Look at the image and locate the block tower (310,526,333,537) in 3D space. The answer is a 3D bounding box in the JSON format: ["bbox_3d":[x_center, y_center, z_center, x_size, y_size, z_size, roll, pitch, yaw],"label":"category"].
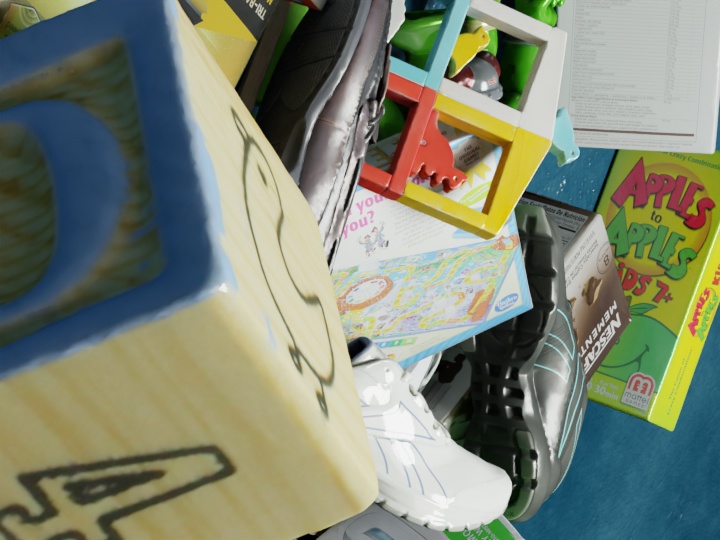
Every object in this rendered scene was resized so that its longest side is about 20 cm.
[{"bbox_3d":[-0.019,0.139,1.533,0.200,0.058,0.054,22,87,-60],"label":"block tower"}]

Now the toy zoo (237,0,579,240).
[{"bbox_3d":[0.036,-0.104,1.393,0.020,0.199,0.132,150,-38,-73],"label":"toy zoo"}]

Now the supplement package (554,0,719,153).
[{"bbox_3d":[0.186,-0.192,1.594,0.110,0.113,0.201,-75,168,-63],"label":"supplement package"}]

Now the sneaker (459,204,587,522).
[{"bbox_3d":[0.105,0.057,1.549,0.079,0.075,0.202,-9,105,-55],"label":"sneaker"}]

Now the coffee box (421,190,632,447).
[{"bbox_3d":[0.093,0.056,1.644,0.200,0.079,0.113,-51,140,-28],"label":"coffee box"}]

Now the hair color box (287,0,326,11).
[{"bbox_3d":[-0.061,-0.237,1.283,0.111,0.064,0.200,-63,145,-12],"label":"hair color box"}]

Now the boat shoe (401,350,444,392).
[{"bbox_3d":[0.023,0.054,1.528,0.200,0.072,0.071,-55,148,-42],"label":"boat shoe"}]

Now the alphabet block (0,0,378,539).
[{"bbox_3d":[-0.126,0.021,1.138,0.200,0.195,0.196,57,17,-52],"label":"alphabet block"}]

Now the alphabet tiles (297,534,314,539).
[{"bbox_3d":[-0.079,0.141,1.500,0.167,0.006,0.200,-55,144,-23],"label":"alphabet tiles"}]

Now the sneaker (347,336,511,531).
[{"bbox_3d":[0.012,0.091,1.411,0.199,0.074,0.088,25,93,-28],"label":"sneaker"}]

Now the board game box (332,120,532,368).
[{"bbox_3d":[0.000,0.000,1.433,0.199,0.034,0.135,-24,123,-17],"label":"board game box"}]

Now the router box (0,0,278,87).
[{"bbox_3d":[-0.134,-0.130,1.237,0.158,0.052,0.200,-64,147,-10],"label":"router box"}]

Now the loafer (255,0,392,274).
[{"bbox_3d":[-0.022,-0.067,1.332,0.063,0.072,0.201,31,71,-30],"label":"loafer"}]

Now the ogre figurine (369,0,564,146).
[{"bbox_3d":[0.055,-0.107,1.493,0.200,0.097,0.121,-34,122,-59],"label":"ogre figurine"}]

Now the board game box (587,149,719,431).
[{"bbox_3d":[0.212,0.005,1.775,0.048,0.101,0.201,24,86,-56],"label":"board game box"}]

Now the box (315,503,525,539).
[{"bbox_3d":[0.026,0.235,1.542,0.176,0.097,0.200,-38,151,-9],"label":"box"}]
